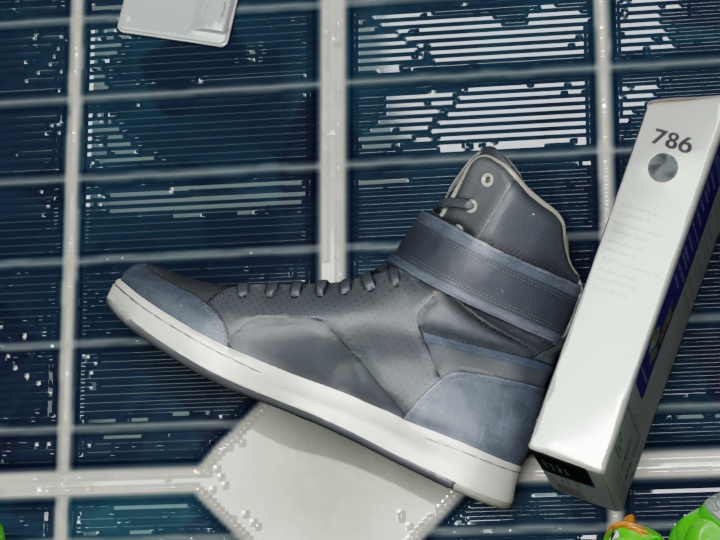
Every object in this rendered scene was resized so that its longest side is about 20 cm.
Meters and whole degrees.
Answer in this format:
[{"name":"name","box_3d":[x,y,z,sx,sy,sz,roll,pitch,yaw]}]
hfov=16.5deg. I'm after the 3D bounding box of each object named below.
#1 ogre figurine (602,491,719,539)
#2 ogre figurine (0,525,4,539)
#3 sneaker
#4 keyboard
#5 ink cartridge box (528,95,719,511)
[{"name":"ogre figurine","box_3d":[0.120,0.164,0.999,0.098,0.200,0.120,19,57,32]},{"name":"ogre figurine","box_3d":[-0.242,0.189,1.088,0.120,0.098,0.200,22,91,3]},{"name":"sneaker","box_3d":[0.001,0.000,1.103,0.202,0.077,0.146,23,91,5]},{"name":"keyboard","box_3d":[-0.071,-0.207,1.216,0.056,0.011,0.200,8,76,17]},{"name":"ink cartridge box","box_3d":[0.127,0.000,1.077,0.039,0.099,0.200,19,79,16]}]
